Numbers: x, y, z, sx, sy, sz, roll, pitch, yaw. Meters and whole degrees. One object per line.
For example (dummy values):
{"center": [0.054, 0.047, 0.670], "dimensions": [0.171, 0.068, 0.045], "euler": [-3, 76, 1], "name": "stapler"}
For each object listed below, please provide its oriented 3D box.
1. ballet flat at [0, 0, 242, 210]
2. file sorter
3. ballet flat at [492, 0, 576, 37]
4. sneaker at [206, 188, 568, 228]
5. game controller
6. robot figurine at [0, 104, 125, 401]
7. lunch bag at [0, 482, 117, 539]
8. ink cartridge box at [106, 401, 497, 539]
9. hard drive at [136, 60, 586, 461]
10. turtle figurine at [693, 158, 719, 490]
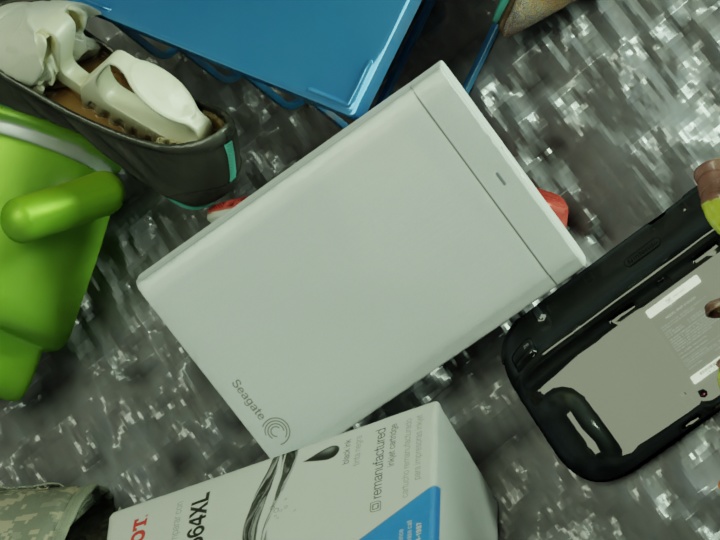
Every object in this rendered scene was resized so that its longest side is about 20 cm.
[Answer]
{"center": [-0.148, -0.108, 1.586], "dimensions": [0.200, 0.068, 0.068], "euler": [28, 54, 7], "name": "ballet flat"}
{"center": [-0.031, -0.161, 1.617], "dimensions": [0.200, 0.123, 0.139], "euler": [23, 85, 28], "name": "file sorter"}
{"center": [0.142, -0.208, 1.592], "dimensions": [0.067, 0.068, 0.200], "euler": [26, 87, 1], "name": "ballet flat"}
{"center": [0.018, 0.012, 1.586], "dimensions": [0.200, 0.078, 0.116], "euler": [-2, 96, 17], "name": "sneaker"}
{"center": [0.172, 0.023, 1.524], "dimensions": [0.200, 0.042, 0.104], "euler": [-36, 77, 10], "name": "game controller"}
{"center": [-0.204, -0.030, 1.656], "dimensions": [0.175, 0.116, 0.200], "euler": [5, 75, 52], "name": "robot figurine"}
{"center": [-0.222, 0.209, 1.592], "dimensions": [0.164, 0.118, 0.200], "euler": [-7, 65, 22], "name": "lunch bag"}
{"center": [-0.034, 0.170, 1.504], "dimensions": [0.200, 0.084, 0.146], "euler": [-20, 34, 16], "name": "ink cartridge box"}
{"center": [0.000, 0.000, 1.531], "dimensions": [0.200, 0.027, 0.132], "euler": [-35, 102, 12], "name": "hard drive"}
{"center": [0.200, 0.014, 1.432], "dimensions": [0.064, 0.200, 0.162], "euler": [4, 58, -14], "name": "turtle figurine"}
